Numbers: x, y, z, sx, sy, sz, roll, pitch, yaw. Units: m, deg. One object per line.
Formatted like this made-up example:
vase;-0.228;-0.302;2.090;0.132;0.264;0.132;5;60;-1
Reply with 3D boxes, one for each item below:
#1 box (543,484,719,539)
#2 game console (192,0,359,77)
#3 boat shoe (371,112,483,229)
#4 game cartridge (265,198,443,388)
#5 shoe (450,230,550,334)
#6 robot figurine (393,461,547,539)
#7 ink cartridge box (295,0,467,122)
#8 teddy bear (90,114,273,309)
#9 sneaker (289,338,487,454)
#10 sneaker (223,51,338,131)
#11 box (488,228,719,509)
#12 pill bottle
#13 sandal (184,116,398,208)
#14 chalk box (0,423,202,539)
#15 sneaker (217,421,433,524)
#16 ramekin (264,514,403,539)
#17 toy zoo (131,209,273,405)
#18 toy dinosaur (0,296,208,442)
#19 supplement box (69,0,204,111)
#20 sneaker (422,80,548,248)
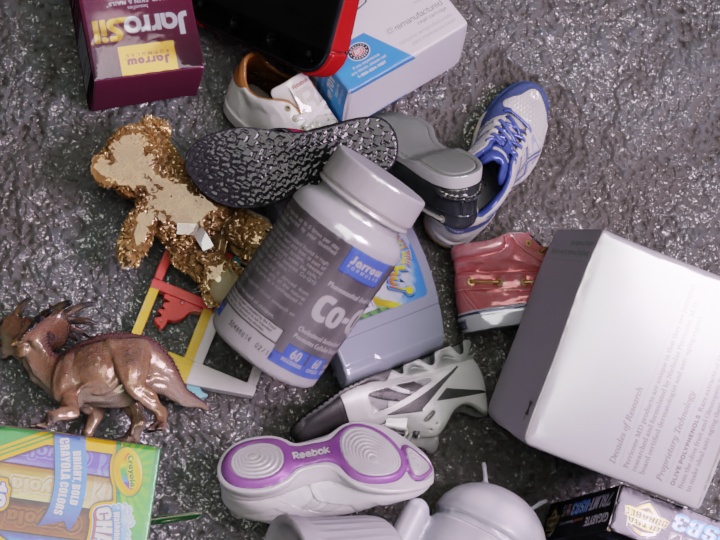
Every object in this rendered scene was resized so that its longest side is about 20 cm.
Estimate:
box;0.288;0.258;1.440;0.199;0.199;0.050;21;73;-7
game console;-0.078;-0.290;1.469;0.199;0.031;0.178;28;113;31
boat shoe;0.052;-0.099;1.503;0.075;0.200;0.061;-11;118;-19
game cartridge;0.000;0.000;1.513;0.133;0.040;0.201;-20;83;-31
shoe;0.187;0.004;1.545;0.199;0.071;0.092;-8;84;-9
robot figurine;0.099;0.281;1.439;0.169;0.113;0.201;34;72;-13
ink cartridge box;-0.013;-0.262;1.541;0.146;0.086;0.200;-32;75;-17
teddy bear;-0.164;-0.052;1.473;0.199;0.067;0.146;27;83;-2
sneaker;0.033;0.139;1.479;0.199;0.074;0.089;-20;80;-15
sneaker;-0.052;-0.134;1.491;0.200;0.085;0.073;38;50;17
box;0.237;0.082;1.414;0.170;0.199;0.201;20;90;-5
pill bottle;-0.035;-0.005;1.407;0.113;0.114;0.201;34;99;-2
sandal;-0.064;-0.101;1.453;0.198;0.045;0.076;-8;95;-10
chalk box;-0.242;0.215;1.377;0.198;0.125;0.125;10;75;-8
sneaker;-0.033;0.193;1.442;0.198;0.100;0.075;-1;50;-5
ramekin;-0.015;0.310;1.369;0.097;0.200;0.202;-4;77;-21
toy zoo;-0.140;0.035;1.495;0.130;0.020;0.201;23;73;-6
toy dinosaur;-0.235;0.086;1.424;0.198;0.086;0.137;2;71;-11
supplement box;-0.225;-0.268;1.516;0.110;0.086;0.201;-9;79;-14
sneaker;0.140;-0.110;1.553;0.075;0.088;0.201;32;72;-5
